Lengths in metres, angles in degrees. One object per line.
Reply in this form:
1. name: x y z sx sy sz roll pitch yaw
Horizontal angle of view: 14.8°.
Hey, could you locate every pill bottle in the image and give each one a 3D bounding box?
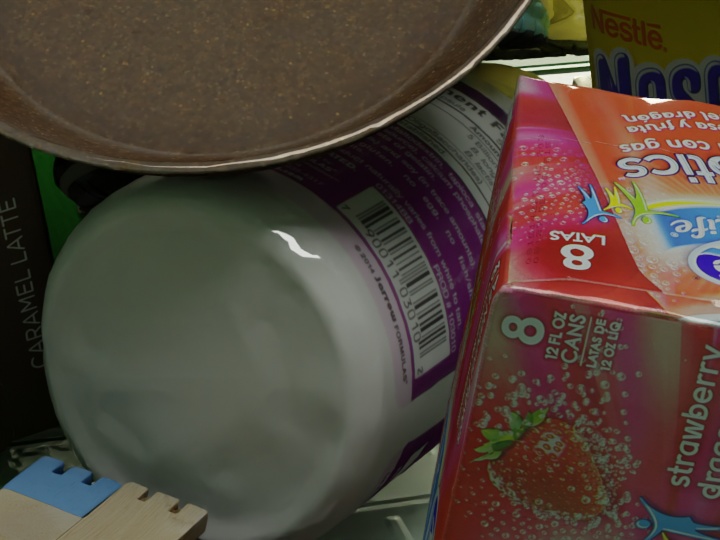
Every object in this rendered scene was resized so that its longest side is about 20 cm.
1. pill bottle: 0.000 0.000 0.835 0.112 0.113 0.200 22 26 21

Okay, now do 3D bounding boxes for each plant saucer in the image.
1. plant saucer: -0.040 -0.099 0.779 0.200 0.037 0.201 -3 57 4

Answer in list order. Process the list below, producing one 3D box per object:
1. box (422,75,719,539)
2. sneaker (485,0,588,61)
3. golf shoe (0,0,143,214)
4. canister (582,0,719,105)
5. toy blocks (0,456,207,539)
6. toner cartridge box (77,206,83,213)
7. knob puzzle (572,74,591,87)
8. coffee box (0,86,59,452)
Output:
1. box: 0.064 0.066 0.675 0.095 0.200 0.100 10 33 0
2. sneaker: 0.045 -0.112 0.904 0.077 0.087 0.200 -2 2 13
3. golf shoe: -0.056 -0.090 0.880 0.088 0.077 0.200 49 25 -1
4. canister: 0.136 -0.041 0.829 0.148 0.201 0.086 17 37 41
5. toy blocks: -0.089 0.096 0.710 0.200 0.100 0.137 19 23 17
6. toner cartridge box: -0.062 -0.090 1.032 0.095 0.043 0.200 3 34 -10
7. knob puzzle: 0.198 -0.035 1.016 0.219 0.031 0.220 6 33 -4
8. coffee box: -0.159 -0.040 0.856 0.080 0.115 0.200 -19 39 -14
